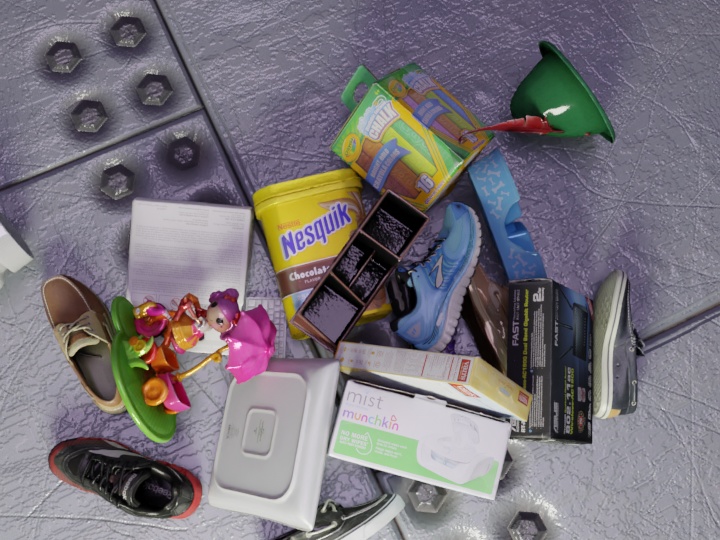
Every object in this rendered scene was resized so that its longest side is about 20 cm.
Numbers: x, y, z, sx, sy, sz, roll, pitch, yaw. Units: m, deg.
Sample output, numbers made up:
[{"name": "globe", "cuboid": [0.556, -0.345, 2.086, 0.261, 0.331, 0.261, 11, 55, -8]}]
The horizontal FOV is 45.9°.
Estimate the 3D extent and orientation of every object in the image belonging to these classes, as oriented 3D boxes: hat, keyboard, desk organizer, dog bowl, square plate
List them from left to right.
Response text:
[{"name": "keyboard", "cuboid": [-0.130, 0.135, 1.137, 0.056, 0.011, 0.200, 2, 77, -3]}, {"name": "square plate", "cuboid": [-0.116, 0.203, 1.047, 0.028, 0.198, 0.200, 22, 72, -44]}, {"name": "desk organizer", "cuboid": [0.000, 0.000, 1.058, 0.072, 0.077, 0.200, 36, 77, -1]}, {"name": "dog bowl", "cuboid": [0.195, -0.062, 1.135, 0.050, 0.111, 0.200, -21, 102, 7]}, {"name": "hat", "cuboid": [0.226, -0.202, 1.172, 0.176, 0.200, 0.166, -37, 38, 9]}]

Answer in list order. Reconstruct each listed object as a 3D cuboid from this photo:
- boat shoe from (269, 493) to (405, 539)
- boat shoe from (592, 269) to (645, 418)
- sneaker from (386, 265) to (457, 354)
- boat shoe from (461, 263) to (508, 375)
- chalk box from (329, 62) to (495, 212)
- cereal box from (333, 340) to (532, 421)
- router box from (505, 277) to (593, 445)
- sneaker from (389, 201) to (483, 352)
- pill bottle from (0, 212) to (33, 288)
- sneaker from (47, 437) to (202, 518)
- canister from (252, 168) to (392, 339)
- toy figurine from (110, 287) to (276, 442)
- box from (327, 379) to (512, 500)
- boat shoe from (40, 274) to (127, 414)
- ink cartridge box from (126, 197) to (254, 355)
[{"name": "boat shoe", "cuboid": [-0.040, 0.326, 1.070, 0.200, 0.071, 0.064, -28, 82, -7]}, {"name": "boat shoe", "cuboid": [0.347, 0.100, 1.143, 0.062, 0.075, 0.200, 6, 82, -7]}, {"name": "sneaker", "cuboid": [0.108, 0.084, 1.132, 0.083, 0.081, 0.200, -16, 87, -29]}, {"name": "boat shoe", "cuboid": [0.175, 0.049, 1.148, 0.064, 0.071, 0.200, -22, 88, -14]}, {"name": "chalk box", "cuboid": [0.054, -0.188, 1.138, 0.200, 0.124, 0.124, 41, 38, 5]}, {"name": "cereal box", "cuboid": [0.086, 0.131, 1.015, 0.200, 0.144, 0.040, 3, 68, 39]}, {"name": "router box", "cuboid": [0.245, 0.120, 1.088, 0.062, 0.150, 0.200, -5, 76, 34]}, {"name": "sneaker", "cuboid": [0.092, 0.000, 1.063, 0.090, 0.078, 0.200, 20, 74, -7]}, {"name": "pill bottle", "cuboid": [-0.533, 0.006, 1.091, 0.200, 0.110, 0.110, -37, 82, -10]}, {"name": "sneaker", "cuboid": [-0.298, 0.256, 1.057, 0.200, 0.098, 0.071, 19, 79, 2]}, {"name": "canister", "cuboid": [-0.049, -0.020, 1.138, 0.148, 0.087, 0.200, -14, 81, -8]}, {"name": "toy figurine", "cuboid": [-0.197, 0.087, 1.060, 0.184, 0.150, 0.200, -23, 65, 5]}, {"name": "box", "cuboid": [0.065, 0.206, 1.048, 0.200, 0.176, 0.097, 16, 79, -1]}, {"name": "boat shoe", "cuboid": [-0.352, 0.092, 1.101, 0.076, 0.074, 0.200, -32, 81, -10]}, {"name": "ink cartridge box", "cuboid": [-0.232, 0.007, 1.149, 0.161, 0.050, 0.200, 5, 97, 0]}]
